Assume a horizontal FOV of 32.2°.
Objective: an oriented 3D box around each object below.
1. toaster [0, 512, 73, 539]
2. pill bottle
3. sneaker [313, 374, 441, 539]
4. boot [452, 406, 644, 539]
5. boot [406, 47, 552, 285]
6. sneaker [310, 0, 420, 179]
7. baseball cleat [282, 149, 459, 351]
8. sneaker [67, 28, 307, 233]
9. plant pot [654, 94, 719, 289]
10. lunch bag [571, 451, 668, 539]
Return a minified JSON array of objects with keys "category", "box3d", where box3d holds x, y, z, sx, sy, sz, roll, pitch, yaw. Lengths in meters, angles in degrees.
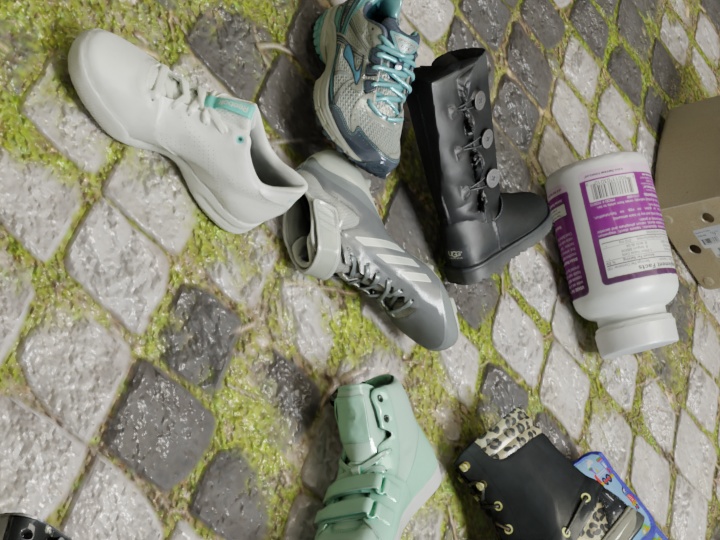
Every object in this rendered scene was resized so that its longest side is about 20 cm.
[{"category":"toaster","box3d":[-0.180,0.244,0.629,0.181,0.118,0.201,53,39,-48]},{"category":"pill bottle","box3d":[0.268,-0.014,1.305,0.112,0.112,0.201,0,75,-49]},{"category":"sneaker","box3d":[-0.010,0.153,0.936,0.200,0.073,0.119,-44,115,-59]},{"category":"boot","box3d":[0.123,0.229,1.065,0.203,0.074,0.154,-39,74,-17]},{"category":"boot","box3d":[0.113,-0.111,1.162,0.165,0.065,0.201,-40,121,-49]},{"category":"sneaker","box3d":[0.009,-0.169,1.057,0.077,0.086,0.201,27,40,-39]},{"category":"baseball cleat","box3d":[0.000,0.000,1.033,0.200,0.070,0.106,53,47,-5]},{"category":"sneaker","box3d":[-0.119,-0.112,0.913,0.200,0.088,0.075,42,48,-30]},{"category":"plant pot","box3d":[0.475,-0.090,1.532,0.200,0.199,0.177,50,54,-22]},{"category":"lunch bag","box3d":[0.221,0.269,1.168,0.150,0.094,0.201,-24,81,-50]}]
